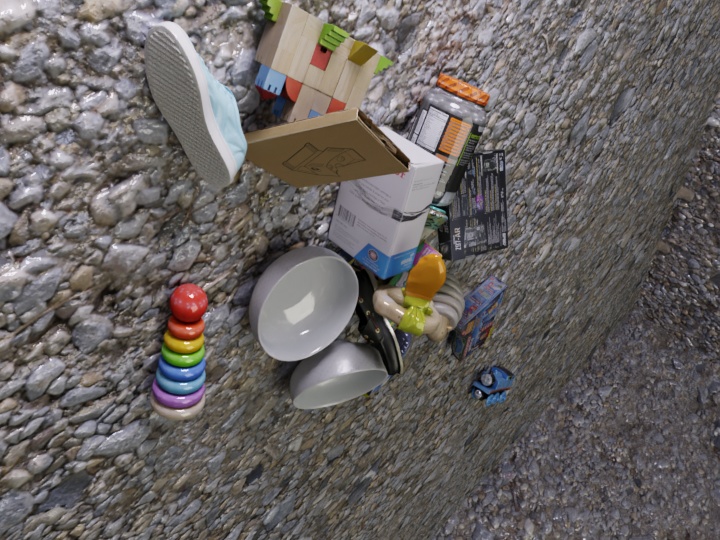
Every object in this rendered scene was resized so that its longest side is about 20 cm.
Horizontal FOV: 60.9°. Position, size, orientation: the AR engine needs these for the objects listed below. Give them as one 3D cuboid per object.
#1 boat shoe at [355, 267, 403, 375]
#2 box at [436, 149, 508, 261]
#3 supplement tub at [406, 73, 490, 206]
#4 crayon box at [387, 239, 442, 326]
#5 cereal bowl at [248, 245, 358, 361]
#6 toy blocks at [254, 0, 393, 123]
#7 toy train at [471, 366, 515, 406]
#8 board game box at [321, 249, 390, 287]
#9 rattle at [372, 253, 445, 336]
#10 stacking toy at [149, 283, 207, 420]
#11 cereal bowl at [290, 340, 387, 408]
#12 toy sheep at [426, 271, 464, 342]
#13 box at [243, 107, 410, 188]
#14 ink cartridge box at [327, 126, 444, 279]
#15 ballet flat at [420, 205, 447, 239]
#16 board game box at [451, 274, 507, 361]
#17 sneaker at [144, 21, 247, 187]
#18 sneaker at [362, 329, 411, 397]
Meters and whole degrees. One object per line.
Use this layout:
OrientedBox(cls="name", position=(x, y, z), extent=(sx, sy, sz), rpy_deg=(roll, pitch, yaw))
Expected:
OrientedBox(cls="boat shoe", position=(0.022, 0.100, 1.121), extent=(0.062, 0.073, 0.206), rpy_deg=(-23, 96, -16))
OrientedBox(cls="box", position=(0.226, -0.134, 1.234), extent=(0.157, 0.043, 0.206), rpy_deg=(-13, 104, -30))
OrientedBox(cls="supplement tub", position=(0.143, -0.228, 1.074), extent=(0.121, 0.122, 0.204), rpy_deg=(-4, 123, -51))
OrientedBox(cls="crayon box", position=(0.085, 0.047, 1.259), extent=(0.202, 0.058, 0.173), rpy_deg=(-53, 170, -4))
OrientedBox(cls="cereal bowl", position=(-0.102, 0.045, 1.021), extent=(0.196, 0.083, 0.204), rpy_deg=(-23, 134, -26))
OrientedBox(cls="toy blocks", position=(-0.065, -0.246, 0.794), extent=(0.197, 0.100, 0.140), rpy_deg=(13, 107, -42))
OrientedBox(cls="toy train", position=(0.454, 0.394, 2.108), extent=(0.198, 0.086, 0.117), rpy_deg=(7, 105, -53))
OrientedBox(cls="board game box", position=(0.000, 0.000, 1.176), extent=(0.199, 0.034, 0.137), rpy_deg=(-39, 145, -24))
OrientedBox(cls="rattle", position=(0.099, 0.020, 1.060), extent=(0.199, 0.127, 0.147), rpy_deg=(-26, 125, -66))
OrientedBox(cls="stacking toy", position=(-0.259, 0.115, 0.900), extent=(0.084, 0.085, 0.205), rpy_deg=(-13, 126, -46))
OrientedBox(cls="cereal bowl", position=(-0.048, 0.195, 1.198), extent=(0.195, 0.085, 0.201), rpy_deg=(-16, 157, -7))
OrientedBox(cls="toy sheep", position=(0.174, 0.071, 1.389), extent=(0.139, 0.134, 0.204), rpy_deg=(77, 15, -51))
OrientedBox(cls="box", position=(-0.050, -0.158, 0.831), extent=(0.163, 0.195, 0.022), rpy_deg=(26, 63, -58))
OrientedBox(cls="ink cartridge box", position=(0.038, -0.115, 1.016), extent=(0.083, 0.144, 0.204), rpy_deg=(-17, 133, -44))
OrientedBox(cls="ballet flat", position=(0.108, -0.091, 1.108), extent=(0.075, 0.073, 0.200), rpy_deg=(-58, -170, 8))
OrientedBox(cls="board game box", position=(0.303, 0.141, 1.688), extent=(0.197, 0.061, 0.204), rpy_deg=(-25, 138, -37))
OrientedBox(cls="sneaker", position=(-0.188, -0.203, 0.724), extent=(0.203, 0.072, 0.083), rpy_deg=(79, 26, -44))
OrientedBox(cls="sneaker", position=(0.058, 0.199, 1.394), extent=(0.081, 0.074, 0.201), rpy_deg=(-10, 143, -51))
